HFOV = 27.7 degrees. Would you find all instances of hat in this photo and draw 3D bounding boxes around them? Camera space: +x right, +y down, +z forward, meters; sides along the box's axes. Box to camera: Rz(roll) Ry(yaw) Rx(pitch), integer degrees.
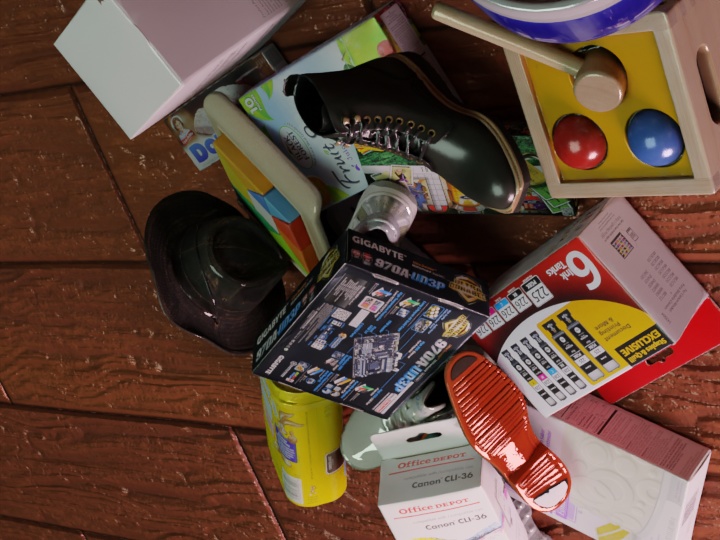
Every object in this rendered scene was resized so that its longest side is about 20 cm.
[{"bbox_3d":[-0.134,-0.010,1.578,0.081,0.201,0.201,-26,104,36],"label":"hat"}]

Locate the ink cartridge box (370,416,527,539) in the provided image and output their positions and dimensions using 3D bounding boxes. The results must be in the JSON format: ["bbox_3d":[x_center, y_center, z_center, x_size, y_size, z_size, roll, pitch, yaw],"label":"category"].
[{"bbox_3d":[0.091,0.248,1.519,0.116,0.068,0.201,-14,127,17],"label":"ink cartridge box"}]

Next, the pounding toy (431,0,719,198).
[{"bbox_3d":[0.192,-0.160,1.182,0.183,0.142,0.201,1,122,41],"label":"pounding toy"}]

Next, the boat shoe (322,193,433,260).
[{"bbox_3d":[0.033,0.007,1.535,0.200,0.072,0.071,52,150,10],"label":"boat shoe"}]

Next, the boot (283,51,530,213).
[{"bbox_3d":[0.037,-0.108,1.248,0.200,0.138,0.078,44,131,34],"label":"boot"}]

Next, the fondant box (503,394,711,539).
[{"bbox_3d":[0.249,0.207,1.504,0.199,0.058,0.145,25,135,27],"label":"fondant box"}]

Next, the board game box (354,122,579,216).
[{"bbox_3d":[0.097,-0.094,1.359,0.199,0.024,0.105,1,137,22],"label":"board game box"}]

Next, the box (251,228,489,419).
[{"bbox_3d":[0.007,0.057,1.416,0.158,0.046,0.200,20,136,-21],"label":"box"}]

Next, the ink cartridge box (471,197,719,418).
[{"bbox_3d":[0.222,0.052,1.378,0.176,0.084,0.200,47,141,-1],"label":"ink cartridge box"}]

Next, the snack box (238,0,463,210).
[{"bbox_3d":[-0.006,-0.155,1.421,0.199,0.053,0.143,-23,105,42],"label":"snack box"}]

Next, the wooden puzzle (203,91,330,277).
[{"bbox_3d":[-0.093,-0.071,1.522,0.185,0.037,0.200,46,164,25],"label":"wooden puzzle"}]

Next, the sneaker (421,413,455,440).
[{"bbox_3d":[0.061,0.145,1.593,0.199,0.072,0.080,24,163,27],"label":"sneaker"}]

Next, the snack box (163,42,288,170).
[{"bbox_3d":[-0.134,-0.172,1.560,0.200,0.024,0.072,-24,106,49],"label":"snack box"}]

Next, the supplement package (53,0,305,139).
[{"bbox_3d":[-0.169,-0.241,1.397,0.121,0.200,0.120,51,140,-4],"label":"supplement package"}]

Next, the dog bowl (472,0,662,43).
[{"bbox_3d":[0.151,-0.274,1.085,0.199,0.201,0.079,26,180,24],"label":"dog bowl"}]

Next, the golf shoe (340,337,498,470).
[{"bbox_3d":[0.054,0.138,1.518,0.200,0.097,0.078,-40,85,9],"label":"golf shoe"}]

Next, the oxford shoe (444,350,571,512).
[{"bbox_3d":[0.133,0.157,1.455,0.201,0.071,0.072,57,169,-23],"label":"oxford shoe"}]

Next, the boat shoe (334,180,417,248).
[{"bbox_3d":[0.002,0.000,1.432,0.074,0.065,0.202,24,136,-1],"label":"boat shoe"}]

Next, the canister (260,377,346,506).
[{"bbox_3d":[-0.068,0.157,1.691,0.149,0.086,0.201,-116,17,-46],"label":"canister"}]

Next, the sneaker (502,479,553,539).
[{"bbox_3d":[0.158,0.283,1.642,0.081,0.075,0.201,-3,120,53],"label":"sneaker"}]
